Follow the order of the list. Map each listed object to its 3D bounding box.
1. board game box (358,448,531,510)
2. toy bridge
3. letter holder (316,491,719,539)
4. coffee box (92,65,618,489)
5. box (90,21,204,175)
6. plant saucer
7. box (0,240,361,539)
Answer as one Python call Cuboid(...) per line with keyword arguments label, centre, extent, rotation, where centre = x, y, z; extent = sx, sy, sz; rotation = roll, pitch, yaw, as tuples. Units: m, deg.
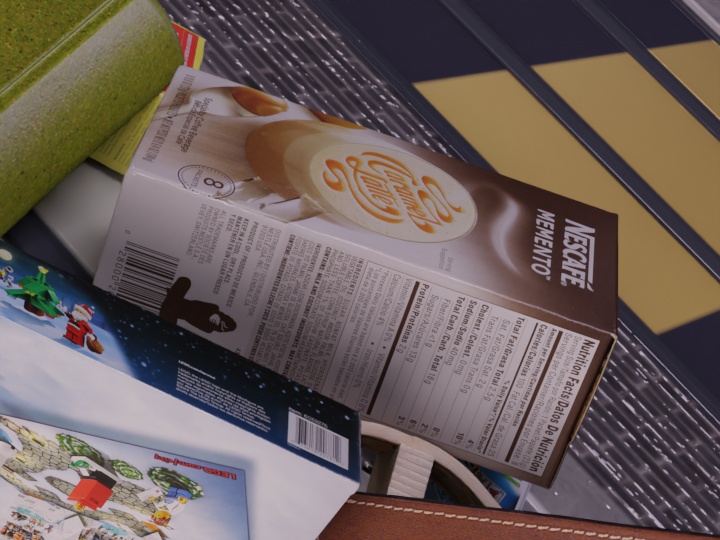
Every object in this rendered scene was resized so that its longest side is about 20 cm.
Cuboid(label="board game box", centre=(0.024, 0.052, 0.968), extent=(0.126, 0.035, 0.200), rotation=(36, 29, -1))
Cuboid(label="toy bridge", centre=(0.011, 0.098, 0.848), extent=(0.199, 0.027, 0.068), rotation=(23, 67, -16))
Cuboid(label="letter holder", centre=(0.080, 0.162, 0.728), extent=(0.101, 0.199, 0.143), rotation=(36, 61, -58))
Cuboid(label="coffee box", centre=(0.000, 0.000, 0.893), extent=(0.199, 0.080, 0.115), rotation=(19, 28, -3))
Cuboid(label="box", centre=(-0.170, -0.119, 0.987), extent=(0.199, 0.050, 0.075), rotation=(29, 29, -15))
Cuboid(label="plant saucer", centre=(-0.185, -0.118, 0.897), extent=(0.200, 0.048, 0.200), rotation=(43, 46, -2))
Cuboid(label="box", centre=(-0.119, 0.060, 0.689), extent=(0.199, 0.137, 0.038), rotation=(27, 32, -18))
